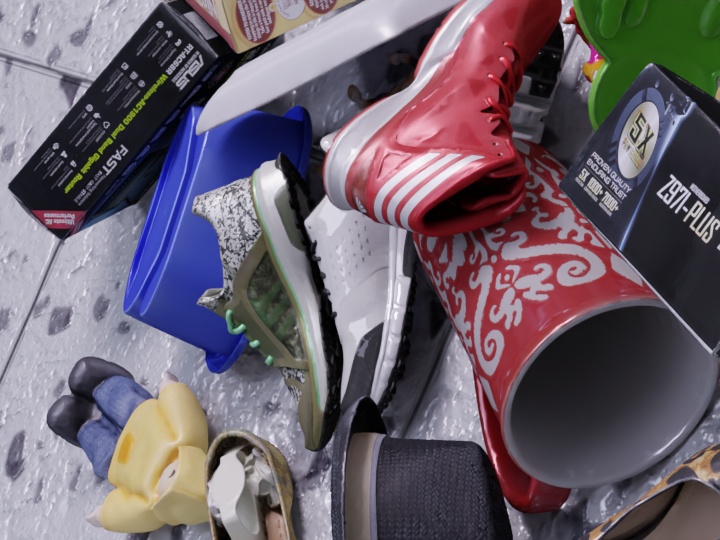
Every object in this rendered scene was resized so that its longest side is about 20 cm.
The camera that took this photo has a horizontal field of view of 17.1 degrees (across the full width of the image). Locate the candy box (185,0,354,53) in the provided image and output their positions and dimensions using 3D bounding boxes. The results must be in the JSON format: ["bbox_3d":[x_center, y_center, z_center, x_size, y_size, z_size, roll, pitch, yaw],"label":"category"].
[{"bbox_3d":[-0.029,-0.236,1.701,0.199,0.056,0.115,-25,37,-14],"label":"candy box"}]

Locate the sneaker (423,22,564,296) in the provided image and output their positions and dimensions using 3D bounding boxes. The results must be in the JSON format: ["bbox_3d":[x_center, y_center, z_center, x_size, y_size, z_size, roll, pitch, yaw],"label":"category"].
[{"bbox_3d":[0.083,-0.080,1.570,0.091,0.066,0.201,-121,45,-76],"label":"sneaker"}]

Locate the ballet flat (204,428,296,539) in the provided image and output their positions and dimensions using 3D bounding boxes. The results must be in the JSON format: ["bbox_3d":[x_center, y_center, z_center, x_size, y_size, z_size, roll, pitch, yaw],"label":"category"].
[{"bbox_3d":[-0.071,0.191,1.588,0.071,0.070,0.201,-37,45,30],"label":"ballet flat"}]

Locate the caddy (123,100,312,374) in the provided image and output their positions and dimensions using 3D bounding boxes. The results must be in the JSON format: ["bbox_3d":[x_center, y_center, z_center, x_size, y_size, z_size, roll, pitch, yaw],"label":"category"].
[{"bbox_3d":[-0.092,-0.028,1.709,0.141,0.104,0.201,-174,102,-73],"label":"caddy"}]

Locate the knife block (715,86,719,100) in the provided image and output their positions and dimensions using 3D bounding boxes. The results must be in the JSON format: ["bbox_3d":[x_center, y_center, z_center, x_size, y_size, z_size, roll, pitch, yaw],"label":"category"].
[{"bbox_3d":[0.275,-0.110,1.314,0.175,0.064,0.201,13,90,61],"label":"knife block"}]

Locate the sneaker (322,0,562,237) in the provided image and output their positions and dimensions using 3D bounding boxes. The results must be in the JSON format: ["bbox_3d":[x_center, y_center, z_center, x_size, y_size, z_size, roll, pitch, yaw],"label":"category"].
[{"bbox_3d":[0.081,-0.090,1.436,0.115,0.078,0.200,29,70,37],"label":"sneaker"}]

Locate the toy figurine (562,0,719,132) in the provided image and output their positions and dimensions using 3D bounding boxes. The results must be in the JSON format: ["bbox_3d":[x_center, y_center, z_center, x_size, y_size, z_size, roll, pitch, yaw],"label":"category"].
[{"bbox_3d":[0.172,-0.196,1.506,0.184,0.149,0.201,-117,36,-61],"label":"toy figurine"}]

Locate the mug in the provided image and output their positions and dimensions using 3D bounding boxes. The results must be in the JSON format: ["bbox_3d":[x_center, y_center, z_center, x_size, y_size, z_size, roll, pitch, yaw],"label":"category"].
[{"bbox_3d":[0.098,0.032,1.437,0.178,0.133,0.200,-49,37,16],"label":"mug"}]

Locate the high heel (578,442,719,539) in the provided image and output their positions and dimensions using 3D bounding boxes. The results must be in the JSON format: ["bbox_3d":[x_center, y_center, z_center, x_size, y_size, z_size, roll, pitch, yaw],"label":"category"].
[{"bbox_3d":[0.155,0.160,1.287,0.200,0.142,0.072,-31,90,47],"label":"high heel"}]

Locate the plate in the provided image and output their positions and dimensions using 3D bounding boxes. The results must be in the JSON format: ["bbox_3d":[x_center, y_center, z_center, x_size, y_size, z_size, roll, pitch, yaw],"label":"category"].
[{"bbox_3d":[0.002,-0.165,1.624,0.199,0.200,0.032,-22,98,42],"label":"plate"}]

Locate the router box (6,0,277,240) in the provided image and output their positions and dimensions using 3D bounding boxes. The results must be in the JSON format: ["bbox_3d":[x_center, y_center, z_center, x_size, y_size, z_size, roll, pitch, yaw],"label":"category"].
[{"bbox_3d":[-0.161,-0.122,1.807,0.200,0.062,0.150,-47,-3,21],"label":"router box"}]

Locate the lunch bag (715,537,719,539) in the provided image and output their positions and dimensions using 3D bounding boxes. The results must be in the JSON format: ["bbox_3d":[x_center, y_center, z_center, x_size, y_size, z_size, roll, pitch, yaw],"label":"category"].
[{"bbox_3d":[0.171,0.251,1.210,0.200,0.168,0.139,-36,5,29],"label":"lunch bag"}]

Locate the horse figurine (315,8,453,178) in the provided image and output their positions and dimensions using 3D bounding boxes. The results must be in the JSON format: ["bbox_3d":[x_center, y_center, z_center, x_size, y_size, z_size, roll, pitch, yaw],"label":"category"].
[{"bbox_3d":[0.025,-0.087,1.649,0.132,0.050,0.201,7,71,54],"label":"horse figurine"}]

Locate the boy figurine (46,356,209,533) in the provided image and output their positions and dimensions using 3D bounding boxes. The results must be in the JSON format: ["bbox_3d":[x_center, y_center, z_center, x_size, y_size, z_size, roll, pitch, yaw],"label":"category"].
[{"bbox_3d":[-0.157,0.138,1.729,0.125,0.064,0.200,-58,36,3],"label":"boy figurine"}]

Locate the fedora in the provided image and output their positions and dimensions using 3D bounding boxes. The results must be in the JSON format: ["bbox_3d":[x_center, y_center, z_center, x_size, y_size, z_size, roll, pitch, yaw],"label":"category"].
[{"bbox_3d":[0.043,0.172,1.426,0.091,0.201,0.202,-6,61,11],"label":"fedora"}]

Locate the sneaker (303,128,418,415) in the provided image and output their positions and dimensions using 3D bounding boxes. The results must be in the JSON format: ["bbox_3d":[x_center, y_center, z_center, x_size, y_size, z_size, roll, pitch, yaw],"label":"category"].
[{"bbox_3d":[0.000,0.000,1.575,0.074,0.079,0.201,73,-156,-83],"label":"sneaker"}]

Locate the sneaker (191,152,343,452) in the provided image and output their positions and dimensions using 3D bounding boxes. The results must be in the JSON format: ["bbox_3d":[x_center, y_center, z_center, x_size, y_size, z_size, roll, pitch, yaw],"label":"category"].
[{"bbox_3d":[-0.063,0.026,1.610,0.088,0.077,0.201,-11,94,14],"label":"sneaker"}]

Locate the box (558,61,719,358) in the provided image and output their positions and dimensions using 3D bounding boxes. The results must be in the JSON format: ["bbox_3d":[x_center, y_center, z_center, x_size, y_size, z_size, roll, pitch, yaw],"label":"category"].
[{"bbox_3d":[0.226,-0.002,1.244,0.086,0.199,0.164,-53,39,14],"label":"box"}]
